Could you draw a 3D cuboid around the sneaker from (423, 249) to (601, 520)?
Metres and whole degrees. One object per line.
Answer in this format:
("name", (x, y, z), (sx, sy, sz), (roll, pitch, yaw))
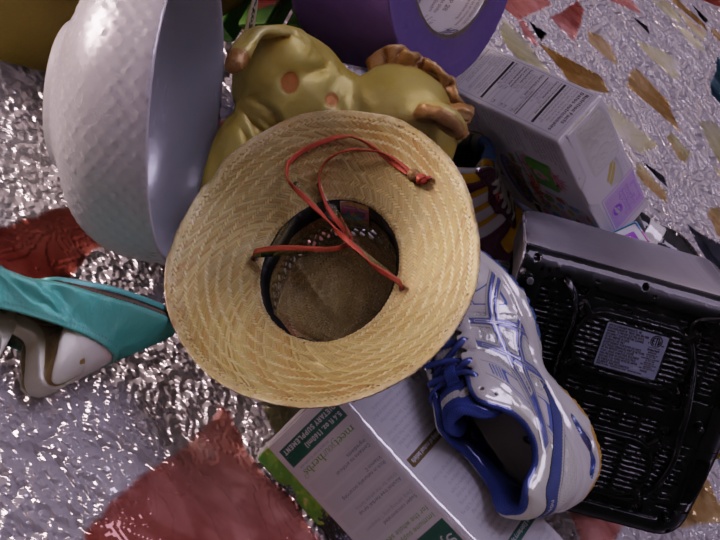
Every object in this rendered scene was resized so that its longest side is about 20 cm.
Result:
("sneaker", (0.074, 0.062, 0.911), (0.088, 0.075, 0.201), (-13, 64, -55))

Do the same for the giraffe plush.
("giraffe plush", (-0.009, -0.095, 0.986), (0.161, 0.201, 0.173), (15, 33, 0))

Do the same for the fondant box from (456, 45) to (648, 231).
("fondant box", (0.140, -0.116, 1.260), (0.200, 0.058, 0.144), (35, -14, 43))

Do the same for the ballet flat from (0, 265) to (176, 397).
("ballet flat", (-0.193, 0.032, 0.809), (0.199, 0.067, 0.071), (21, 61, -35))

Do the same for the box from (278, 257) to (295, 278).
("box", (0.018, 0.026, 1.034), (0.082, 0.069, 0.199), (24, 14, 35))

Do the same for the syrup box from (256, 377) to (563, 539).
("syrup box", (0.040, 0.152, 0.916), (0.200, 0.079, 0.081), (47, 29, 5))

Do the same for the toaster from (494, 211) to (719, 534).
("toaster", (0.170, 0.070, 1.017), (0.199, 0.182, 0.119), (14, 19, -4))

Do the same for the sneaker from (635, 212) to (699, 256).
("sneaker", (0.247, -0.034, 1.420), (0.200, 0.074, 0.088), (47, 28, 24))

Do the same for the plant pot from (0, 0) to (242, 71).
("plant pot", (-0.200, -0.245, 1.019), (0.199, 0.176, 0.201), (10, 43, -45))

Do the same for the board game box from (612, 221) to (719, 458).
("board game box", (0.205, 0.074, 1.168), (0.152, 0.040, 0.201), (-22, 63, -12))

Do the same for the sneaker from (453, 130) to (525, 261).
("sneaker", (0.102, -0.065, 1.254), (0.199, 0.090, 0.075), (22, 36, -33))

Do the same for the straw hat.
("straw hat", (-0.015, 0.009, 0.886), (0.085, 0.200, 0.202), (74, -9, -59))

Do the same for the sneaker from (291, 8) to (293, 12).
("sneaker", (0.003, -0.239, 1.386), (0.200, 0.080, 0.087), (34, 18, -34))

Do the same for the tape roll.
("tape roll", (0.036, -0.240, 1.039), (0.085, 0.201, 0.200), (15, 16, 29))

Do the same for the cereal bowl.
("cereal bowl", (-0.147, -0.106, 0.928), (0.083, 0.201, 0.200), (6, 33, 6))

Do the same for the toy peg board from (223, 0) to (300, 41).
("toy peg board", (-0.073, -0.262, 1.146), (0.199, 0.199, 0.098), (50, 58, -46))
